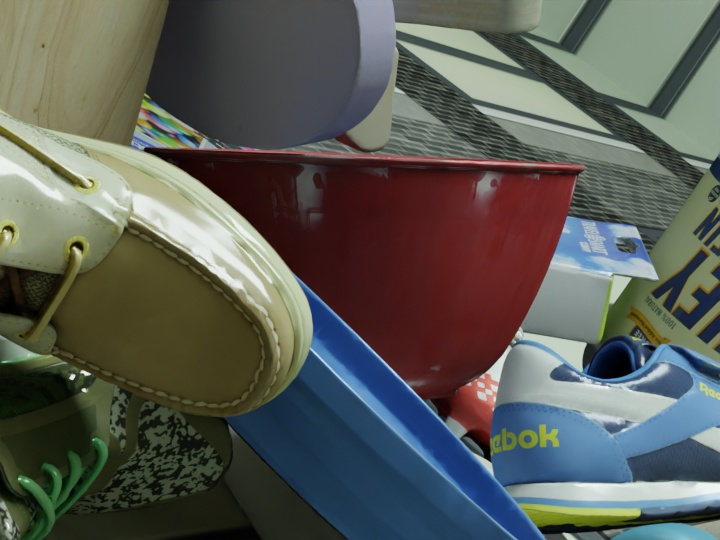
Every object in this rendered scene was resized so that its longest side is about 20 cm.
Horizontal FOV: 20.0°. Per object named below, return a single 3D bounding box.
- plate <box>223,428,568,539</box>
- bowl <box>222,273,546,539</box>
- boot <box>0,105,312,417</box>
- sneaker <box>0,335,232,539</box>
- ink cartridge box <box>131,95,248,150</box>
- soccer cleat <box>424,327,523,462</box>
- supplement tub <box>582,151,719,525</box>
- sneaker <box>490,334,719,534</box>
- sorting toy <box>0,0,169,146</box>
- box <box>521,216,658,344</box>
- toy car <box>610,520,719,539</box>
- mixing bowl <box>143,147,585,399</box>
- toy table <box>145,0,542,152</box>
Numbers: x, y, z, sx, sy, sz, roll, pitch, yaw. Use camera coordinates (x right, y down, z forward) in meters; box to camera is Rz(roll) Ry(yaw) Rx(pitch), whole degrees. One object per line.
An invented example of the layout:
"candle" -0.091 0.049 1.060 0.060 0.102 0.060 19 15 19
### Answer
"plate" 0.036 0.115 0.855 0.199 0.032 0.200 22 18 -37
"bowl" -0.012 0.048 0.732 0.201 0.039 0.201 44 2 -2
"boot" -0.118 0.003 0.567 0.200 0.072 0.155 31 24 0
"sneaker" -0.117 0.065 0.635 0.200 0.077 0.089 11 35 -41
"ink cartridge box" -0.104 -0.055 1.101 0.119 0.042 0.200 29 16 -17
"soccer cleat" 0.056 0.038 1.020 0.200 0.085 0.069 41 -8 37
"supplement tub" 0.216 0.040 1.154 0.145 0.200 0.145 31 14 -9
"sneaker" 0.143 0.067 0.880 0.200 0.074 0.082 1 74 -30
"sorting toy" -0.178 -0.096 0.771 0.199 0.200 0.070 14 3 -43
"box" 0.060 -0.009 1.152 0.200 0.048 0.122 10 16 -2
"toy car" 0.200 0.184 0.782 0.184 0.177 0.200 8 68 -60
"mixing bowl" 0.000 0.000 0.931 0.200 0.109 0.200 2 4 0
"toy table" -0.024 -0.128 0.873 0.117 0.184 0.200 -16 44 -39
